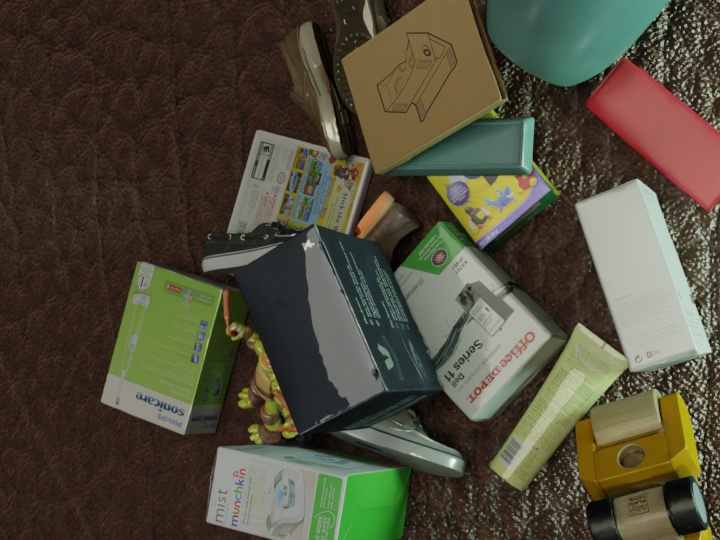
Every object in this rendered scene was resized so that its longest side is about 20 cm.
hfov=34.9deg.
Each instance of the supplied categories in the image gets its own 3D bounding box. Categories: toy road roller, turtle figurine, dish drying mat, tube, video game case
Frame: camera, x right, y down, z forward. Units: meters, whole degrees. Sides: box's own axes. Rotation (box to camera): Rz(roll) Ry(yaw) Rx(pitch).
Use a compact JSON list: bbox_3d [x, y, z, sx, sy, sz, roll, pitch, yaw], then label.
[{"bbox_3d":[0.324,0.249,1.272,0.122,0.146,0.201,-20,40,22],"label":"toy road roller"},{"bbox_3d":[-0.114,0.128,1.377,0.064,0.162,0.201,-23,63,-25],"label":"turtle figurine"},{"bbox_3d":[0.357,-0.161,1.338,0.200,0.018,0.077,45,104,21],"label":"dish drying mat"},{"bbox_3d":[0.231,0.166,1.350,0.201,0.058,0.052,-56,24,6],"label":"tube"},{"bbox_3d":[-0.089,-0.072,1.533,0.181,0.023,0.202,17,91,25],"label":"video game case"}]

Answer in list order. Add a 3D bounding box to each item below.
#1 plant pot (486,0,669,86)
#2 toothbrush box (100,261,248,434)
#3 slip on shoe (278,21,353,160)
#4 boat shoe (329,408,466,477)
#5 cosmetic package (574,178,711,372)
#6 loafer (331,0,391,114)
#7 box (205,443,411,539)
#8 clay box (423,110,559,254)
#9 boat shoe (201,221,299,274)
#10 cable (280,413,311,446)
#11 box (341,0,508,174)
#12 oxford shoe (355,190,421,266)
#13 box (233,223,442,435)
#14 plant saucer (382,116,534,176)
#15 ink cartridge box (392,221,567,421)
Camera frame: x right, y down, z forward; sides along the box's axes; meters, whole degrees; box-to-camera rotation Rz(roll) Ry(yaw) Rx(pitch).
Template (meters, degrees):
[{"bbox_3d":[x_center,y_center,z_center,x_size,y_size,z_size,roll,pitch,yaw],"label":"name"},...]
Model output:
[{"bbox_3d":[0.239,-0.312,1.317,0.201,0.200,0.162,46,125,21],"label":"plant pot"},{"bbox_3d":[-0.249,0.104,1.554,0.145,0.086,0.202,16,91,25],"label":"toothbrush box"},{"bbox_3d":[-0.060,-0.230,1.505,0.060,0.076,0.202,-21,73,16],"label":"slip on shoe"},{"bbox_3d":[0.044,0.198,1.422,0.199,0.072,0.066,16,70,25],"label":"boat shoe"},{"bbox_3d":[0.318,0.009,1.288,0.081,0.113,0.202,-20,79,22],"label":"cosmetic package"},{"bbox_3d":[0.008,-0.304,1.489,0.075,0.068,0.202,4,103,33],"label":"loafer"},{"bbox_3d":[-0.058,0.273,1.386,0.175,0.200,0.098,8,87,26],"label":"box"},{"bbox_3d":[0.140,-0.135,1.418,0.115,0.048,0.201,-41,70,16],"label":"clay box"},{"bbox_3d":[-0.124,-0.035,1.496,0.198,0.069,0.057,-9,80,26],"label":"boat shoe"},{"bbox_3d":[-0.083,0.138,1.446,0.164,0.050,0.201,58,145,35],"label":"cable"},{"bbox_3d":[0.072,-0.232,1.384,0.199,0.021,0.165,-28,71,36],"label":"box"},{"bbox_3d":[0.000,0.000,1.450,0.073,0.071,0.201,35,92,0],"label":"oxford shoe"},{"bbox_3d":[-0.021,0.070,1.293,0.117,0.200,0.198,-28,75,17],"label":"box"},{"bbox_3d":[0.114,-0.151,1.397,0.198,0.019,0.071,2,87,27],"label":"plant saucer"},{"bbox_3d":[0.129,0.062,1.384,0.200,0.083,0.147,46,104,21],"label":"ink cartridge box"}]
